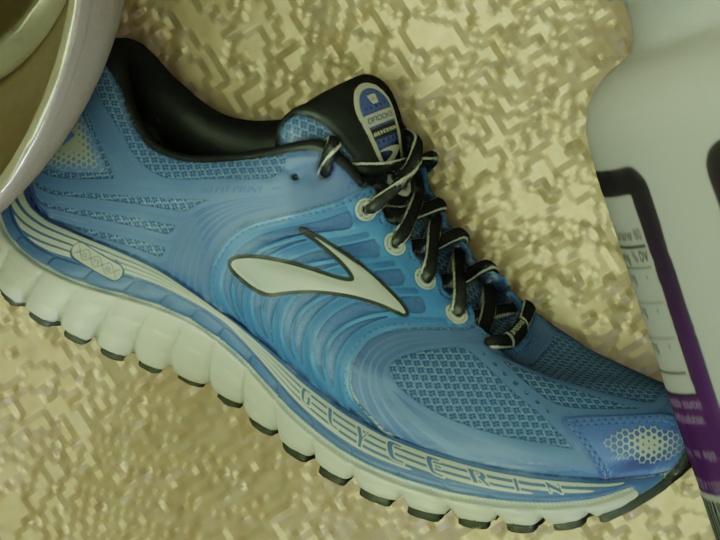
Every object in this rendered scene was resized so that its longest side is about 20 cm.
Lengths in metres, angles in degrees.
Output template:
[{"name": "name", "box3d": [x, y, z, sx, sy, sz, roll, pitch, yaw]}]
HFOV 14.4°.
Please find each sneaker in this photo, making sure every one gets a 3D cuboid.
[{"name": "sneaker", "box3d": [0.000, 0.000, 0.743, 0.199, 0.079, 0.090, 25, 106, 8]}]

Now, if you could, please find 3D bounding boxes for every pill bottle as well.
[{"name": "pill bottle", "box3d": [0.120, -0.010, 0.695, 0.111, 0.111, 0.201, -17, 94, 15]}]

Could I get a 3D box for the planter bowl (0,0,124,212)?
[{"name": "planter bowl", "box3d": [-0.141, -0.092, 0.729, 0.199, 0.135, 0.202, 2, 99, 15]}]
